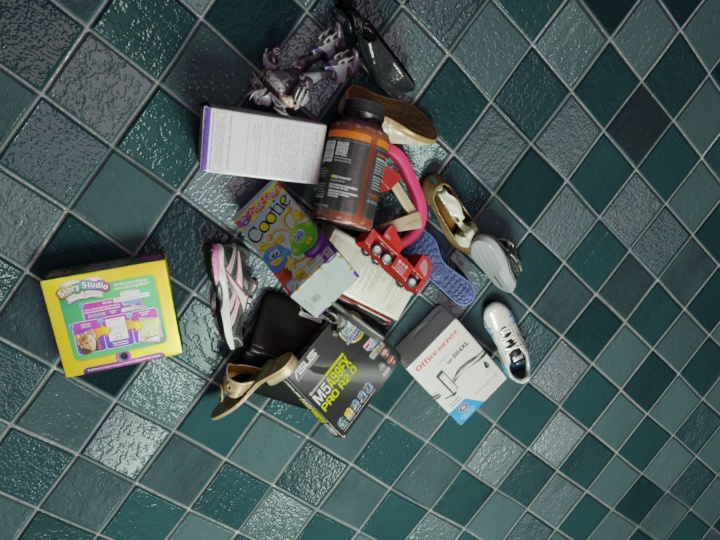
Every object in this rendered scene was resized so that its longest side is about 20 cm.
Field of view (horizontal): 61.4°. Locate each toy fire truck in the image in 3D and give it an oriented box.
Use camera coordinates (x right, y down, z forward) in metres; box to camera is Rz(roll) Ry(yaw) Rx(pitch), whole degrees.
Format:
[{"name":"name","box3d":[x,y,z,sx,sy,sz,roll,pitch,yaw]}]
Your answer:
[{"name":"toy fire truck","box3d":[0.065,-0.073,1.079,0.199,0.049,0.142,41,74,-19]}]

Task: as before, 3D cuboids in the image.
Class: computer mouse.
[{"name":"computer mouse","box3d":[0.020,-0.367,1.020,0.052,0.140,0.199,-36,129,17]}]

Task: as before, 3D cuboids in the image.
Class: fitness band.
[{"name":"fitness band","box3d":[0.043,-0.135,1.116,0.142,0.037,0.203,-28,103,-15]}]

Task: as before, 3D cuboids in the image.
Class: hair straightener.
[{"name":"hair straightener","box3d":[-0.037,0.081,1.110,0.198,0.041,0.078,32,66,-20]}]

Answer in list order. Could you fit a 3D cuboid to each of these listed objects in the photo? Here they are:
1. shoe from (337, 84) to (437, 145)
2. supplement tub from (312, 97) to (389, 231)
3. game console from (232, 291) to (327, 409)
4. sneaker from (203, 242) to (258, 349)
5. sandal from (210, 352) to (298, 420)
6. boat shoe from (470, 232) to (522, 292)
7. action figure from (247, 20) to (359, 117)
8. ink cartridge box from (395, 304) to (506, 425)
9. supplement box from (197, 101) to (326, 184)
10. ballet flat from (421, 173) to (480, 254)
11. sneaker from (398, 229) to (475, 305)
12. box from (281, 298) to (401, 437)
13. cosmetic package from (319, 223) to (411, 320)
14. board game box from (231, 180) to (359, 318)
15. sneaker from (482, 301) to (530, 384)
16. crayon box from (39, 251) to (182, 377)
[{"name":"shoe","box3d":[0.050,-0.271,1.089,0.196,0.053,0.071,18,58,-25]},{"name":"supplement tub","box3d":[-0.011,-0.173,0.997,0.105,0.107,0.205,12,91,-21]},{"name":"game console","box3d":[-0.135,0.160,1.181,0.197,0.116,0.180,22,70,-24]},{"name":"sneaker","box3d":[-0.221,0.045,1.087,0.085,0.080,0.205,-13,116,-25]},{"name":"sandal","box3d":[-0.211,0.189,1.094,0.209,0.078,0.070,-32,109,20]},{"name":"boat shoe","box3d":[0.274,-0.031,1.211,0.072,0.071,0.200,-59,145,-12]},{"name":"action figure","box3d":[-0.100,-0.325,0.995,0.198,0.070,0.131,-33,71,-18]},{"name":"ink cartridge box","box3d":[0.186,0.196,1.260,0.146,0.084,0.200,-44,115,0]},{"name":"supplement box","box3d":[-0.165,-0.211,1.007,0.195,0.101,0.106,3,107,-18]},{"name":"ballet flat","box3d":[0.187,-0.100,1.173,0.067,0.072,0.201,-36,114,-3]},{"name":"sneaker","box3d":[0.145,-0.011,1.196,0.070,0.078,0.201,-41,93,2]},{"name":"box","box3d":[-0.033,0.182,1.140,0.161,0.044,0.200,48,62,-12]},{"name":"cosmetic package","box3d":[0.000,0.000,1.135,0.197,0.087,0.105,28,94,-23]},{"name":"board game box","box3d":[-0.109,-0.039,1.014,0.103,0.200,0.105,-42,150,0]},{"name":"sneaker","box3d":[0.320,0.153,1.298,0.071,0.073,0.203,-29,112,-5]},{"name":"crayon box","box3d":[-0.419,0.073,1.039,0.195,0.058,0.177,-10,109,-15]}]
